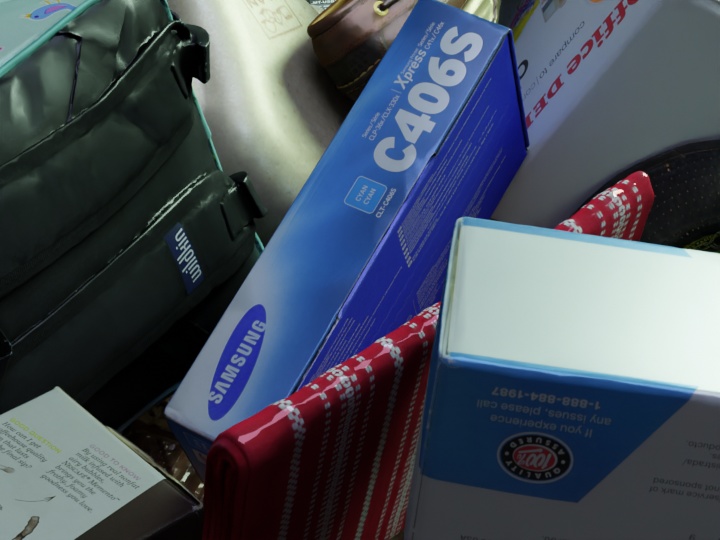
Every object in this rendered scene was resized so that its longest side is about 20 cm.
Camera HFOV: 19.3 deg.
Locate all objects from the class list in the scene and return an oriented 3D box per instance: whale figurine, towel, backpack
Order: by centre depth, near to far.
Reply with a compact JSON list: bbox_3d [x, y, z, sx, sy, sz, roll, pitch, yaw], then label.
[{"bbox_3d":[0.020,0.052,0.773,0.200,0.145,0.022,-32,64,-28],"label":"towel"},{"bbox_3d":[-0.150,-0.005,0.818,0.153,0.177,0.200,3,35,31],"label":"backpack"},{"bbox_3d":[-0.071,-0.086,0.954,0.201,0.104,0.159,57,36,-1],"label":"whale figurine"}]

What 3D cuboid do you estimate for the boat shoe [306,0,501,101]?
[{"bbox_3d":[0.039,-0.151,0.960,0.068,0.072,0.201,41,54,-17],"label":"boat shoe"}]

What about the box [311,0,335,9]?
[{"bbox_3d":[0.026,-0.161,1.167,0.199,0.050,0.199,-6,38,-17],"label":"box"}]

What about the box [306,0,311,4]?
[{"bbox_3d":[-0.147,-0.126,1.046,0.199,0.045,0.160,-16,23,-28],"label":"box"}]

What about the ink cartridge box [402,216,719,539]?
[{"bbox_3d":[0.086,0.095,0.705,0.144,0.201,0.084,8,34,0],"label":"ink cartridge box"}]

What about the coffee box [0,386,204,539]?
[{"bbox_3d":[-0.152,0.136,0.678,0.080,0.113,0.200,34,44,31],"label":"coffee box"}]

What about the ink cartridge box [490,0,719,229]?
[{"bbox_3d":[0.142,-0.097,0.984,0.144,0.145,0.200,26,30,-22],"label":"ink cartridge box"}]

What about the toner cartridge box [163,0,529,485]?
[{"bbox_3d":[0.000,0.000,0.833,0.043,0.095,0.201,23,69,21],"label":"toner cartridge box"}]

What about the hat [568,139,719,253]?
[{"bbox_3d":[0.164,0.047,0.876,0.200,0.081,0.202,-11,66,25],"label":"hat"}]
